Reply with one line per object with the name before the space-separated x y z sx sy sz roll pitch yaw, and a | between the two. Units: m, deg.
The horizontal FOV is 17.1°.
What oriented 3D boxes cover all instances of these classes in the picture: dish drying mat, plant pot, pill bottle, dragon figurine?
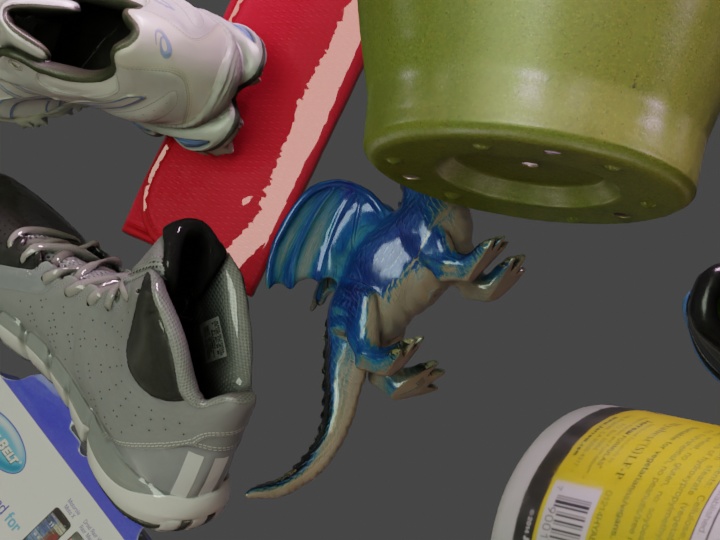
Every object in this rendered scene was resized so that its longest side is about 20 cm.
dish drying mat | -0.036 -0.094 1.071 0.076 0.018 0.201 25 88 25
plant pot | 0.077 -0.126 0.928 0.199 0.200 0.194 4 77 23
pill bottle | 0.153 0.117 0.863 0.199 0.111 0.112 10 81 43
dragon figurine | 0.000 0.000 1.011 0.099 0.059 0.200 38 93 25

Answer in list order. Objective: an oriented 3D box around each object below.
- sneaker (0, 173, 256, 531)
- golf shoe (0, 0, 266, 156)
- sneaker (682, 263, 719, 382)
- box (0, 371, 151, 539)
sneaker | -0.102 0.003 1.018 0.200 0.075 0.116 50 133 23
golf shoe | -0.140 -0.108 1.067 0.199 0.097 0.079 9 80 35
sneaker | 0.214 0.034 0.902 0.198 0.083 0.071 10 82 24
box | -0.174 0.141 1.061 0.200 0.041 0.119 -43 66 5
